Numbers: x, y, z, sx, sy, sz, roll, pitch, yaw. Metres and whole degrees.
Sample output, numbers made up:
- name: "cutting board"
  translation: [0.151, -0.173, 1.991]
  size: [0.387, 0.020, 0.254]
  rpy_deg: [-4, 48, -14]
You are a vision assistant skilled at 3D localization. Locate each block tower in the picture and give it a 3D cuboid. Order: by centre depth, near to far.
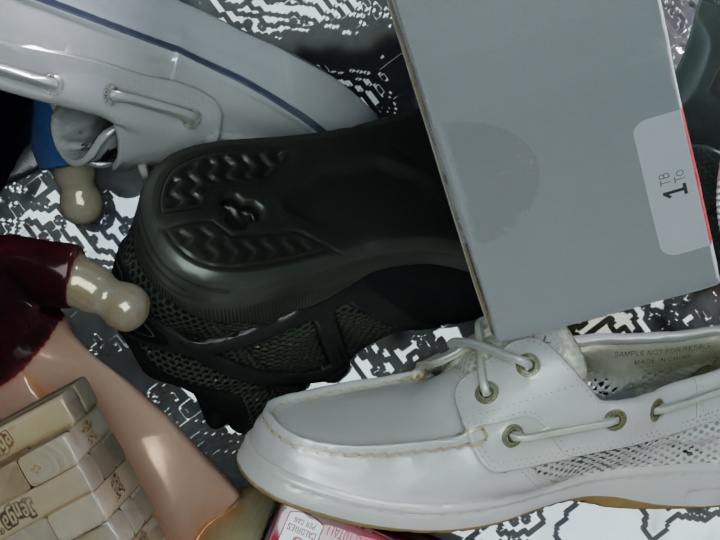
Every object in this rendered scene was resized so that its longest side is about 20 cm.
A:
- name: "block tower"
  translation: [-0.069, 0.138, 0.820]
  size: [0.058, 0.054, 0.200]
  rpy_deg: [-28, 94, 10]

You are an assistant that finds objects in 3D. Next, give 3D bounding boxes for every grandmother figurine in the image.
- name: "grandmother figurine"
  translation: [-0.116, 0.029, 0.863]
  size: [0.121, 0.061, 0.200]
  rpy_deg: [-35, 107, 32]

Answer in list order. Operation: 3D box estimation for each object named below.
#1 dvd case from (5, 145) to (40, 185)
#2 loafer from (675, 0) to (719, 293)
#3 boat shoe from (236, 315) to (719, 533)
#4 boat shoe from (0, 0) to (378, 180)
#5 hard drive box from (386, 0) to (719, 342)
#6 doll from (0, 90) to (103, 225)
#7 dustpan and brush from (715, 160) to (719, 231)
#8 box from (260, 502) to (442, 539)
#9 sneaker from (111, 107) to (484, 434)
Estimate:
- name: "dvd case"
  translation: [-0.177, -0.120, 0.946]
  size: [0.148, 0.016, 0.200]
  rpy_deg: [-23, 87, 0]
- name: "loafer"
  translation: [0.148, -0.083, 0.873]
  size: [0.072, 0.063, 0.200]
  rpy_deg: [34, 123, 5]
- name: "boat shoe"
  translation: [0.054, 0.042, 0.881]
  size: [0.200, 0.071, 0.069]
  rpy_deg: [-3, 117, -24]
- name: "boat shoe"
  translation: [-0.083, -0.065, 0.883]
  size: [0.200, 0.074, 0.065]
  rpy_deg: [22, 90, -33]
- name: "hard drive box"
  translation: [0.046, -0.105, 0.826]
  size: [0.077, 0.156, 0.200]
  rpy_deg: [-15, 45, 5]
- name: "doll"
  translation: [-0.154, -0.046, 0.911]
  size: [0.136, 0.048, 0.200]
  rpy_deg: [25, 92, -13]
- name: "dustpan and brush"
  translation: [0.179, 0.006, 0.857]
  size: [0.139, 0.200, 0.057]
  rpy_deg: [7, 70, 2]
- name: "box"
  translation: [0.047, 0.157, 0.892]
  size: [0.200, 0.095, 0.100]
  rpy_deg: [23, 89, 2]
- name: "sneaker"
  translation: [0.000, 0.000, 0.916]
  size: [0.199, 0.114, 0.076]
  rpy_deg: [-9, 66, -29]
